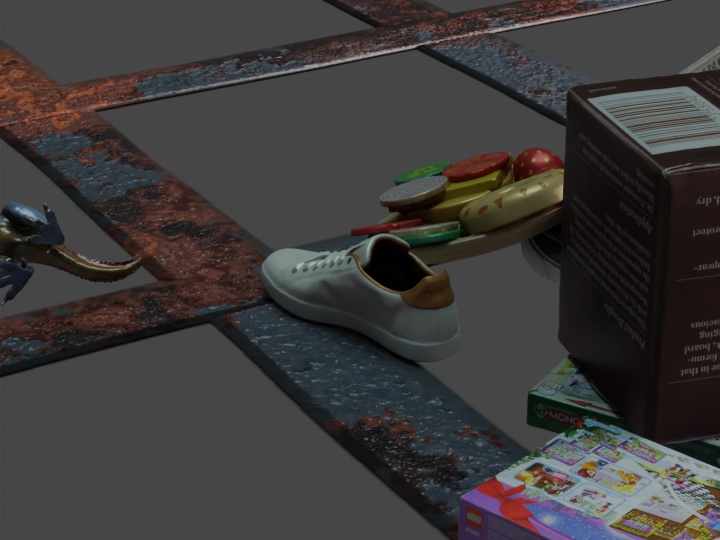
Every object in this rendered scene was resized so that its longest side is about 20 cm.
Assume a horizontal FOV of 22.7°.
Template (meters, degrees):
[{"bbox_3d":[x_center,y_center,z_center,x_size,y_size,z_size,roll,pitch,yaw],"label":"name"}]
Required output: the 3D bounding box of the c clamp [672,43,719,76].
[{"bbox_3d":[0.345,-0.120,1.556,0.200,0.171,0.027,-29,6,0],"label":"c clamp"}]

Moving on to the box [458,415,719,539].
[{"bbox_3d":[0.178,0.162,1.096,0.200,0.039,0.137,21,32,38],"label":"box"}]

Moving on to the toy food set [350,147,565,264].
[{"bbox_3d":[0.093,-0.056,1.494,0.197,0.049,0.200,-13,16,18],"label":"toy food set"}]

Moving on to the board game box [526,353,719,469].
[{"bbox_3d":[0.235,0.094,1.253,0.199,0.029,0.135,14,30,29],"label":"board game box"}]

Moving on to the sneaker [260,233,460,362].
[{"bbox_3d":[0.000,0.000,1.395,0.200,0.085,0.073,19,33,39],"label":"sneaker"}]

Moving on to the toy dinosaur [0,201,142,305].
[{"bbox_3d":[-0.318,-0.018,1.497,0.200,0.105,0.181,28,-8,-34],"label":"toy dinosaur"}]

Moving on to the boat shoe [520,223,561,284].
[{"bbox_3d":[0.198,-0.015,1.437,0.072,0.068,0.200,-13,27,-24],"label":"boat shoe"}]

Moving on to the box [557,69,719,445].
[{"bbox_3d":[0.239,-0.016,1.216,0.164,0.201,0.166,-8,27,-14],"label":"box"}]
